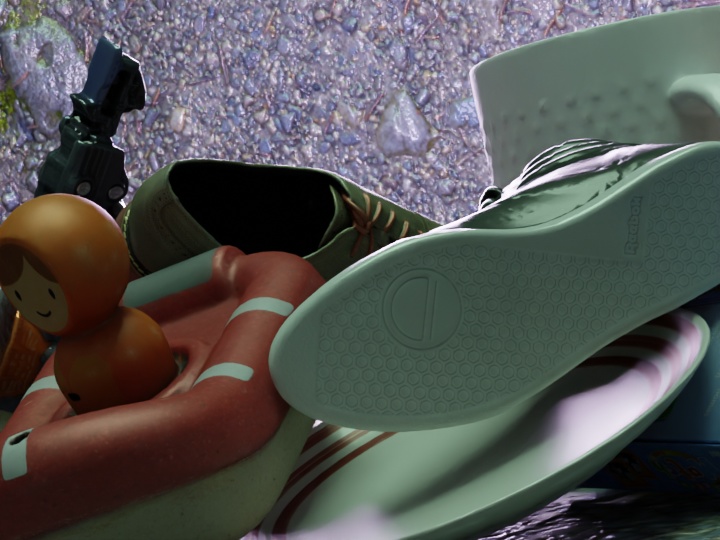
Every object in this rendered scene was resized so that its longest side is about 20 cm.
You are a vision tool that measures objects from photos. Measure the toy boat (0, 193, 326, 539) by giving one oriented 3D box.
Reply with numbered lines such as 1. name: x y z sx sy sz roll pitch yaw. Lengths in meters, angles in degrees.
1. toy boat: -0.093 0.032 1.038 0.130 0.131 0.200 -21 19 22

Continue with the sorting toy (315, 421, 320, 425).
1. sorting toy: -0.109 0.070 1.401 0.198 0.070 0.200 -9 2 7

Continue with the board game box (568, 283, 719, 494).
1. board game box: 0.161 0.013 1.034 0.152 0.037 0.200 -56 24 -20

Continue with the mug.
1. mug: 0.152 -0.031 1.365 0.147 0.176 0.200 -10 -3 -22

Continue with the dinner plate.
1. dinner plate: 0.037 0.066 1.024 0.200 0.024 0.200 -23 14 6

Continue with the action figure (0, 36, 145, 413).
1. action figure: -0.094 0.011 1.201 0.193 0.201 0.105 4 22 -32

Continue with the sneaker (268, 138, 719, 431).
1. sneaker: 0.050 0.005 1.055 0.199 0.071 0.099 -23 9 -16

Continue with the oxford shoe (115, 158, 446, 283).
1. oxford shoe: 0.000 0.000 1.155 0.199 0.071 0.075 10 -26 -14

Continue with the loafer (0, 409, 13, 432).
1. loafer: -0.143 0.086 1.136 0.199 0.071 0.073 -10 3 -24
